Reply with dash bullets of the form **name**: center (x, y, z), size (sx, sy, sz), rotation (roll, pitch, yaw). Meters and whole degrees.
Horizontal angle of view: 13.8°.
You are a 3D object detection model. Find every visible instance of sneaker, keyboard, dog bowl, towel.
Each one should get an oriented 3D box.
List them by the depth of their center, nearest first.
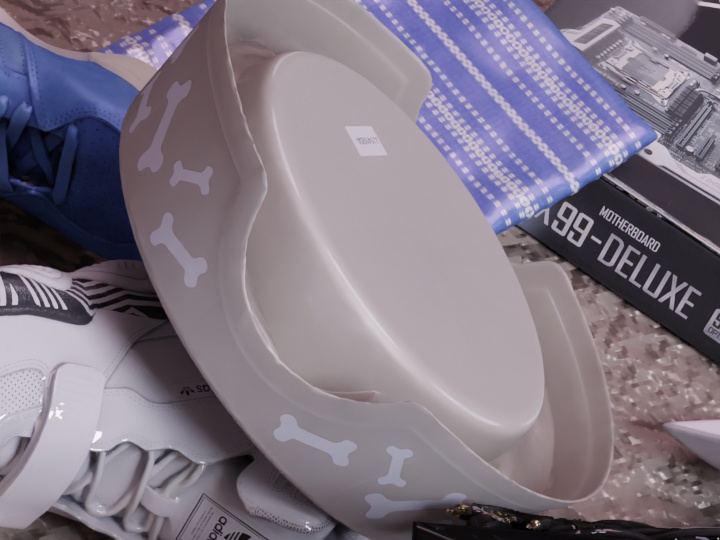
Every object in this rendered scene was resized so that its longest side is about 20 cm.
- **keyboard**: center (0.102, 0.091, 0.865), size (0.199, 0.021, 0.127), rotation (9, 3, -30)
- **sneaker**: center (-0.076, 0.059, 0.928), size (0.200, 0.075, 0.115), rotation (-10, 53, -50)
- **dog bowl**: center (0.000, 0.000, 0.955), size (0.200, 0.059, 0.200), rotation (46, 23, -26)
- **sneaker**: center (-0.143, -0.051, 1.008), size (0.200, 0.077, 0.111), rotation (38, 36, 22)
- **towel**: center (-0.009, -0.057, 1.095), size (0.200, 0.024, 0.145), rotation (-29, 65, -25)

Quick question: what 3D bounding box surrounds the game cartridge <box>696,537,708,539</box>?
- **game cartridge**: center (0.146, 0.119, 0.971), size (0.199, 0.041, 0.133), rotation (3, 15, -24)

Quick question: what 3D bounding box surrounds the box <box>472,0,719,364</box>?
- **box**: center (0.143, -0.060, 1.201), size (0.157, 0.050, 0.200), rotation (35, 42, 9)

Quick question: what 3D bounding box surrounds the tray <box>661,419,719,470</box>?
- **tray**: center (0.210, 0.078, 1.034), size (0.107, 0.022, 0.200), rotation (3, 5, -43)
